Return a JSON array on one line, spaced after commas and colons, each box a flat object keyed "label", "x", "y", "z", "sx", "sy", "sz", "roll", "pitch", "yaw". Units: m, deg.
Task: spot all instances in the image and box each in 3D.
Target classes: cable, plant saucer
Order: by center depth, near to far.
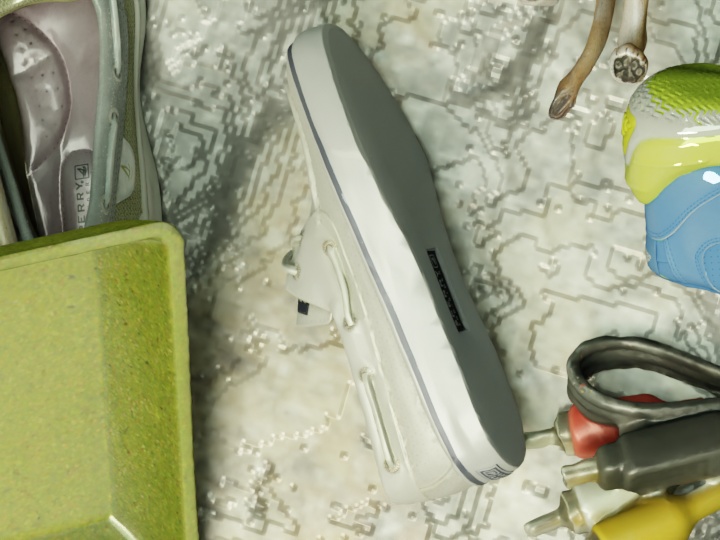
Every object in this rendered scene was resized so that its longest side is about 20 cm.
[{"label": "plant saucer", "x": -0.169, "y": 0.068, "z": 1.086, "sx": 0.199, "sy": 0.048, "sz": 0.200, "roll": -13, "pitch": 129, "yaw": -16}, {"label": "cable", "x": 0.161, "y": 0.065, "z": 1.093, "sx": 0.200, "sy": 0.050, "sz": 0.097, "roll": -10, "pitch": 56, "yaw": -1}]

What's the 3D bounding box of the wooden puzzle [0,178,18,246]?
[{"label": "wooden puzzle", "x": -0.240, "y": -0.028, "z": 1.150, "sx": 0.200, "sy": 0.046, "sz": 0.186, "roll": -18, "pitch": 86, "yaw": 27}]

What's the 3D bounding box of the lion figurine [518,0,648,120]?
[{"label": "lion figurine", "x": 0.094, "y": -0.171, "z": 1.066, "sx": 0.072, "sy": 0.123, "sz": 0.200, "roll": 10, "pitch": 128, "yaw": 3}]

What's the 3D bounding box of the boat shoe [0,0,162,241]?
[{"label": "boat shoe", "x": -0.131, "y": -0.090, "z": 1.140, "sx": 0.074, "sy": 0.065, "sz": 0.202, "roll": -9, "pitch": 87, "yaw": 12}]

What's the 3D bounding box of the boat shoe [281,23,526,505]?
[{"label": "boat shoe", "x": 0.000, "y": 0.000, "z": 1.109, "sx": 0.070, "sy": 0.071, "sz": 0.200, "roll": -24, "pitch": 84, "yaw": 20}]

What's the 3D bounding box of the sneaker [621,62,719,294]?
[{"label": "sneaker", "x": 0.201, "y": -0.029, "z": 1.071, "sx": 0.200, "sy": 0.076, "sz": 0.105, "roll": 3, "pitch": 120, "yaw": 3}]
